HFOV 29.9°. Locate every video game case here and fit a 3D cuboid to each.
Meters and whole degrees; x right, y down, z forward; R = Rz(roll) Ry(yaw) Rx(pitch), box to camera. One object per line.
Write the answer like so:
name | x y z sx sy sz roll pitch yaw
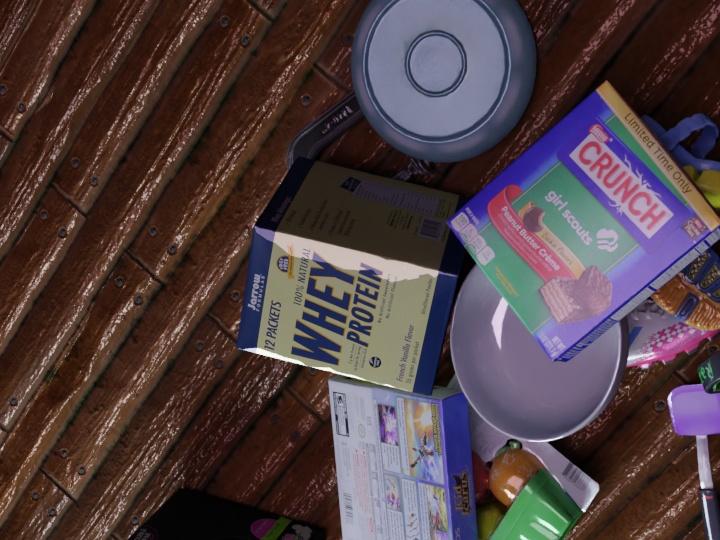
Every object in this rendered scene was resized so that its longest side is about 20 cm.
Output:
video game case | 0.047 0.221 1.474 0.180 0.045 0.203 6 104 48

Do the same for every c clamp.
c clamp | 0.004 -0.100 1.456 0.200 0.027 0.172 -40 84 28

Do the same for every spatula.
spatula | 0.359 0.210 1.407 0.056 0.021 0.203 -6 104 22

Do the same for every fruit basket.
fruit basket | 0.142 0.238 1.480 0.200 0.093 0.187 40 117 24

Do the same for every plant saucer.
plant saucer | 0.079 -0.210 1.373 0.197 0.027 0.203 3 100 18

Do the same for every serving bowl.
serving bowl | 0.187 0.067 1.354 0.198 0.065 0.203 0 91 39

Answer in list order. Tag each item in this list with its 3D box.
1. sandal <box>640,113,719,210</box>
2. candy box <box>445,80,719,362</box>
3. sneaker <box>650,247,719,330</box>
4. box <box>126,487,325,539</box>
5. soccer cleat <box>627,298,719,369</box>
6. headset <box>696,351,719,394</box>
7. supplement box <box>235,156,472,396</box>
sandal | 0.272 -0.112 1.323 0.198 0.079 0.088 8 76 26
candy box | 0.209 -0.042 1.247 0.200 0.077 0.170 -41 76 12
sneaker | 0.282 -0.017 1.325 0.199 0.088 0.076 39 91 7
box | -0.162 0.364 1.592 0.197 0.148 0.126 12 111 18
soccer cleat | 0.273 0.057 1.367 0.198 0.070 0.087 -25 96 27
headset | 0.424 0.083 1.287 0.198 0.124 0.095 -21 71 2
supplement box | 0.000 0.000 1.357 0.197 0.200 0.136 13 115 5
